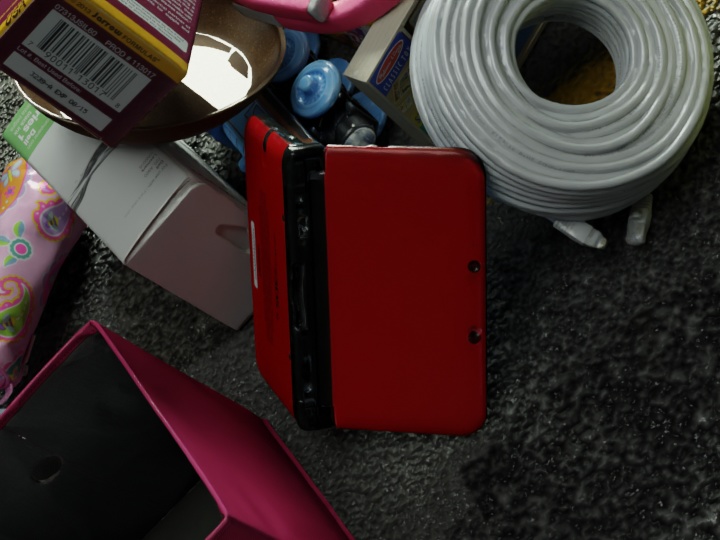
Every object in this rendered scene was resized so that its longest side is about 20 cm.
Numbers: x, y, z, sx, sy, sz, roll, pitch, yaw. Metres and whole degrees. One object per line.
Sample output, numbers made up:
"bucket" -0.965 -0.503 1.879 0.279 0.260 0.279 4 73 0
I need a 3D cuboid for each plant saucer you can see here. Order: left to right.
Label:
"plant saucer" -0.153 -0.147 1.193 0.200 0.037 0.200 -2 39 1

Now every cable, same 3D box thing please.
"cable" 0.132 -0.134 1.074 0.200 0.069 0.200 23 74 -2

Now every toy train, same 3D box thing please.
"toy train" -0.062 -0.128 1.254 0.114 0.087 0.200 -50 49 11

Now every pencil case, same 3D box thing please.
"pencil case" -0.282 0.006 1.311 0.087 0.087 0.200 -3 54 32

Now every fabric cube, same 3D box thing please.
"fabric cube" -0.139 0.192 1.063 0.200 0.199 0.196 -46 51 5

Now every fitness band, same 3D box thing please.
"fitness band" -0.028 -0.241 1.155 0.200 0.037 0.144 20 79 43

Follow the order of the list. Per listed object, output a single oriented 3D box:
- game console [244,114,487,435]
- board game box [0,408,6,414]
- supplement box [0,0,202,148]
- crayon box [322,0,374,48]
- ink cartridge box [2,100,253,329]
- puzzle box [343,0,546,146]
"game console" 0.000 0.000 1.114 0.172 0.119 0.200 -138 43 -64
"board game box" -0.329 0.204 1.284 0.200 0.043 0.199 4 68 35
"supplement box" -0.175 -0.195 1.121 0.086 0.110 0.200 -39 29 29
"crayon box" -0.001 -0.214 1.232 0.200 0.119 0.058 27 83 40
"ink cartridge box" -0.159 -0.058 1.239 0.084 0.146 0.200 -51 49 4
"puzzle box" 0.080 -0.187 1.154 0.025 0.133 0.200 25 82 43
